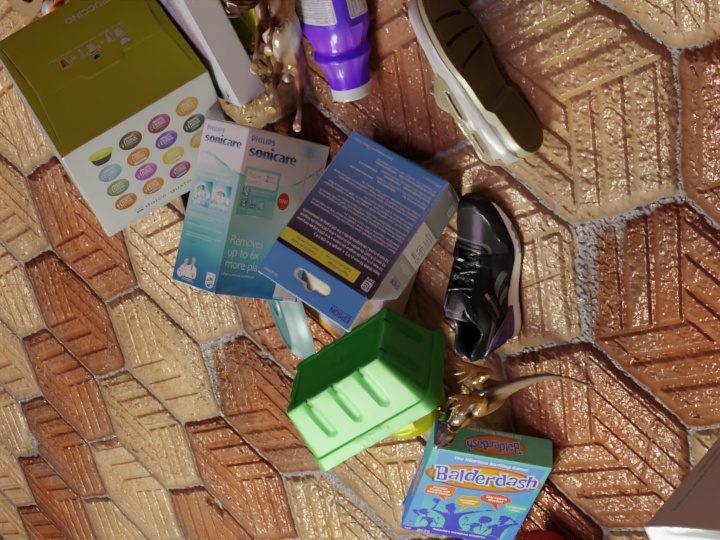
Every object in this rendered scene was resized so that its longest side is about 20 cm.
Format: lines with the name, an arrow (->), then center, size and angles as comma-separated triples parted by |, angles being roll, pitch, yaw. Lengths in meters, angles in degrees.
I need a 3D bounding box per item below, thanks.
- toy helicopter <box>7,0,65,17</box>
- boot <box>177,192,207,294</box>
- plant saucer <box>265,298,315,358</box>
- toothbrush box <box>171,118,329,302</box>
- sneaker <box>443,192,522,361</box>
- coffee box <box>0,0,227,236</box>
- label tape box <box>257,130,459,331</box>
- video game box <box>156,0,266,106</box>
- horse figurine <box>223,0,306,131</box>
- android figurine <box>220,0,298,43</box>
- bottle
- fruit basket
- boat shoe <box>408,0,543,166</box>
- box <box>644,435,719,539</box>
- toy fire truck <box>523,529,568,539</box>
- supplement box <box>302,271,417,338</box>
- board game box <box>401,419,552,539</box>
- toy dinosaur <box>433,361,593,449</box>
toy helicopter -> -0.440, -0.408, 1.711 | 0.199, 0.079, 0.133 | -21, 103, 50
boot -> -0.232, -0.059, 1.769 | 0.153, 0.073, 0.205 | -13, 99, 62
plant saucer -> -0.109, 0.030, 1.663 | 0.200, 0.027, 0.202 | 160, 90, -80
toothbrush box -> -0.132, -0.071, 1.509 | 0.085, 0.146, 0.202 | 15, 94, 40
sneaker -> 0.133, 0.014, 1.400 | 0.075, 0.087, 0.202 | 16, 130, 40
coffee box -> -0.297, -0.206, 1.530 | 0.201, 0.199, 0.198 | 54, 170, 25
label tape box -> -0.001, -0.039, 1.414 | 0.143, 0.201, 0.066 | 31, 173, 26
video game box -> -0.199, -0.300, 1.480 | 0.201, 0.047, 0.182 | 62, 165, -24
horse figurine -> -0.091, -0.248, 1.340 | 0.049, 0.134, 0.200 | -4, 148, 13
android figurine -> -0.140, -0.342, 1.436 | 0.182, 0.041, 0.200 | 50, 155, 4
bottle -> -0.031, -0.285, 1.352 | 0.083, 0.065, 0.202 | 21, 135, 49
fruit basket -> 0.037, 0.164, 1.550 | 0.213, 0.156, 0.217 | 4, 130, 5
boat shoe -> 0.104, -0.192, 1.270 | 0.068, 0.075, 0.201 | -26, 100, 49
box -> 0.422, 0.260, 1.181 | 0.199, 0.199, 0.172 | -8, 113, 51
toy fire truck -> 0.256, 0.437, 1.609 | 0.167, 0.113, 0.200 | 27, 141, -6
supplement box -> 0.000, 0.000, 1.551 | 0.126, 0.073, 0.201 | 41, 144, 18
board game box -> 0.144, 0.274, 1.578 | 0.151, 0.045, 0.201 | 10, 138, -4
toy dinosaur -> 0.154, 0.141, 1.439 | 0.199, 0.106, 0.061 | -30, 57, 25
